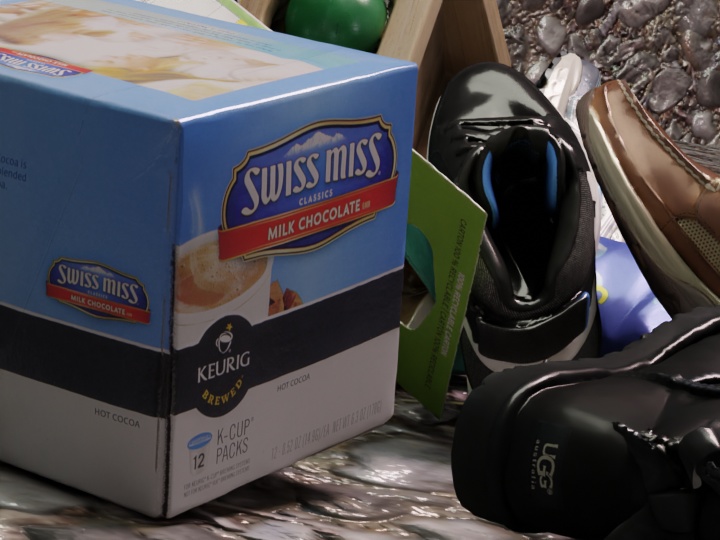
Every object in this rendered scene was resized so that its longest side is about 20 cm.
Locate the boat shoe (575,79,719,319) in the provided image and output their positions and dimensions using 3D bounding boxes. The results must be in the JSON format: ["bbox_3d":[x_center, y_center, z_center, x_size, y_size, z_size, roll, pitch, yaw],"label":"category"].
[{"bbox_3d":[0.157,0.002,1.030,0.200,0.072,0.076,58,3,18],"label":"boat shoe"}]

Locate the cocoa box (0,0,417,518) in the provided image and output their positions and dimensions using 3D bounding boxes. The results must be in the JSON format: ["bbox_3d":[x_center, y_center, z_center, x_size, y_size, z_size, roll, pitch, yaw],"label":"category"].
[{"bbox_3d":[-0.099,-0.019,0.873,0.199,0.132,0.133,16,20,33],"label":"cocoa box"}]

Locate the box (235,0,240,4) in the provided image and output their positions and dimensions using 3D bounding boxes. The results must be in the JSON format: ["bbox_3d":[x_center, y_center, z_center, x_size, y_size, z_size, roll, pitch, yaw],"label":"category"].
[{"bbox_3d":[-0.088,-0.160,1.147,0.070,0.201,0.064,7,-11,19],"label":"box"}]

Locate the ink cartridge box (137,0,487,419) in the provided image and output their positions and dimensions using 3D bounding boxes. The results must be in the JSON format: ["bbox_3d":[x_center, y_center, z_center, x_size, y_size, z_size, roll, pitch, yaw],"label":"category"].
[{"bbox_3d":[-0.055,-0.022,1.008,0.200,0.148,0.076,39,58,20],"label":"ink cartridge box"}]

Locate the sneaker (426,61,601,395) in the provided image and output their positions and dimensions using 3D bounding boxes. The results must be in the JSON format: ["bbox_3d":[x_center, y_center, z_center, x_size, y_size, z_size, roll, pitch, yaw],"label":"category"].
[{"bbox_3d":[0.067,-0.038,1.052,0.073,0.112,0.201,-7,49,-1],"label":"sneaker"}]

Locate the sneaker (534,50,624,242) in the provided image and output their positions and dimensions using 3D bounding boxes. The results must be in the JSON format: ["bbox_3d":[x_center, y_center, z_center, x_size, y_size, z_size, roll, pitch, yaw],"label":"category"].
[{"bbox_3d":[0.106,-0.023,1.288,0.086,0.078,0.201,21,50,-10],"label":"sneaker"}]

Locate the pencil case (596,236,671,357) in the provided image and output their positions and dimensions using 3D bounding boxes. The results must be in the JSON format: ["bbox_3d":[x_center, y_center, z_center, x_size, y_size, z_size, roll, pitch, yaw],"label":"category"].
[{"bbox_3d":[0.159,0.038,1.101,0.199,0.078,0.087,15,42,20],"label":"pencil case"}]

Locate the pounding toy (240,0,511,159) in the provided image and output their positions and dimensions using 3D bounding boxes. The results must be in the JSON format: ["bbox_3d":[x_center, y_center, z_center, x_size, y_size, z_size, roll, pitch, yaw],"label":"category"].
[{"bbox_3d":[-0.024,-0.106,1.231,0.142,0.185,0.200,11,-26,18],"label":"pounding toy"}]

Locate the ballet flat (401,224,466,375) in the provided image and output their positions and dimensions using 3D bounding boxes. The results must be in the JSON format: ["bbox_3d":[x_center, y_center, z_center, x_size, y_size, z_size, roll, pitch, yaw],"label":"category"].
[{"bbox_3d":[0.000,0.000,1.118,0.067,0.071,0.200,-7,-45,37],"label":"ballet flat"}]

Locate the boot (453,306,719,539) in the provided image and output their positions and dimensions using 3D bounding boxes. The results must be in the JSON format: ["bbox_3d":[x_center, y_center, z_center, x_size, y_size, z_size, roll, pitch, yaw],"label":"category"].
[{"bbox_3d":[0.145,0.066,0.841,0.162,0.074,0.198,13,13,42],"label":"boot"}]
